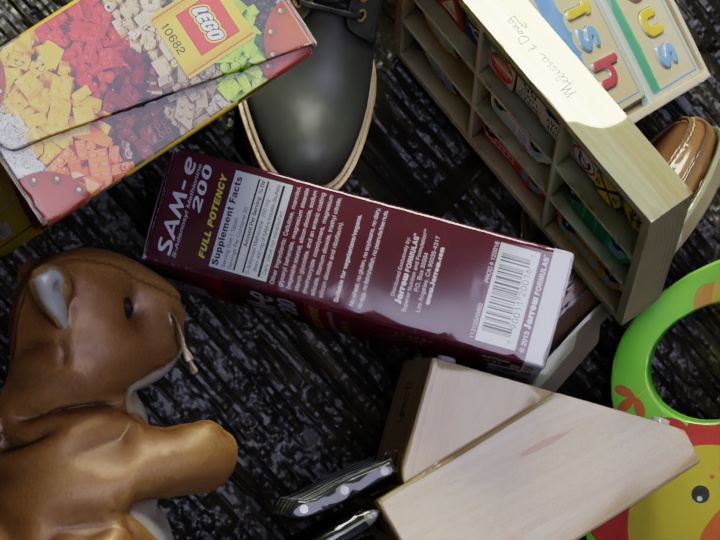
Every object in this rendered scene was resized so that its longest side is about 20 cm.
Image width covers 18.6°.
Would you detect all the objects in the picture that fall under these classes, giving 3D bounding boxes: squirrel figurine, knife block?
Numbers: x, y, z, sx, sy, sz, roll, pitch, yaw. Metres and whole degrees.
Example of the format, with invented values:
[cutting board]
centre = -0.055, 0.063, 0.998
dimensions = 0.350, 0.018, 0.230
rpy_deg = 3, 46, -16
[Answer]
[squirrel figurine]
centre = -0.159, 0.085, 1.043
dimensions = 0.199, 0.142, 0.187
rpy_deg = -4, 96, -8
[knife block]
centre = 0.051, 0.138, 1.098
dimensions = 0.199, 0.064, 0.176
rpy_deg = 16, 84, -11

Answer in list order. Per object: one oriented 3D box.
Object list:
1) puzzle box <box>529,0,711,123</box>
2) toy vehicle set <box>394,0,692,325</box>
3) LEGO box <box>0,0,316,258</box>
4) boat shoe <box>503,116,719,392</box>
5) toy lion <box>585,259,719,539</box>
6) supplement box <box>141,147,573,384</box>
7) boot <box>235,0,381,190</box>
[puzzle box]
centre = 0.106, -0.169, 1.173
dimensions = 0.133, 0.025, 0.200
rpy_deg = -32, 95, -49
[toy vehicle set]
centre = 0.086, -0.077, 1.103
dimensions = 0.026, 0.124, 0.200
rpy_deg = -33, 69, -14
[LEGO box]
centre = -0.123, -0.082, 1.042
dimensions = 0.149, 0.200, 0.077
rpy_deg = -35, 96, -16
[boat shoe]
centre = 0.119, -0.015, 1.173
dimensions = 0.068, 0.072, 0.200
rpy_deg = 41, 76, -10
[toy lion]
centre = 0.196, 0.104, 1.167
dimensions = 0.191, 0.069, 0.200
rpy_deg = -28, 84, 12
[supplement box]
centre = 0.000, 0.000, 1.090
dimensions = 0.199, 0.109, 0.061
rpy_deg = 16, 83, 4
[boot]
centre = -0.015, -0.149, 1.095
dimensions = 0.077, 0.138, 0.201
rpy_deg = 5, 73, -12
